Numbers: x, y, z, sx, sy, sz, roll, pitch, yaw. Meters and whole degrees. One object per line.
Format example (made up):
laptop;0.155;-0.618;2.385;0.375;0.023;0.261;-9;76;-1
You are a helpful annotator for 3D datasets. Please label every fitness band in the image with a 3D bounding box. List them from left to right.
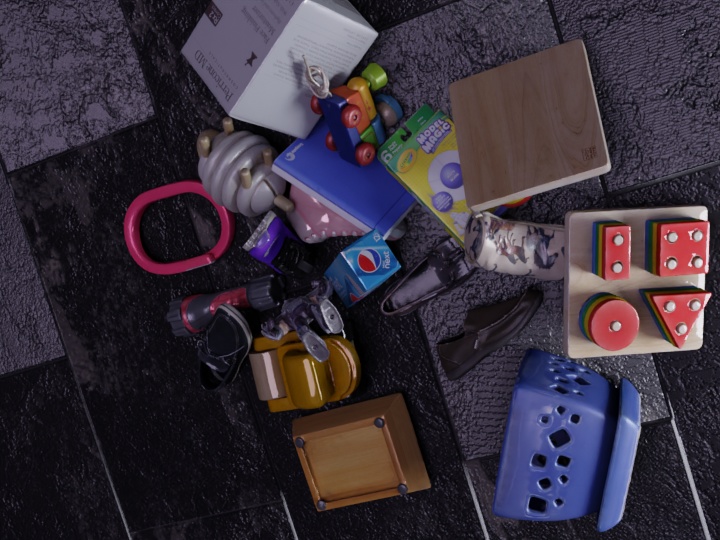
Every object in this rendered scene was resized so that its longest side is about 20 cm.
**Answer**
fitness band;-0.298;-0.071;1.763;0.198;0.037;0.146;-12;94;21

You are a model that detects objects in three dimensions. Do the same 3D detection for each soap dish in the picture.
soap dish;-0.005;0.295;1.700;0.198;0.081;0.159;-16;95;22

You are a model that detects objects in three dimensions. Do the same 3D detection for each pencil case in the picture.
pencil case;0.241;-0.036;1.500;0.197;0.078;0.091;8;109;-11

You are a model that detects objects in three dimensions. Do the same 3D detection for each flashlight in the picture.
flashlight;-0.219;0.057;1.736;0.198;0.068;0.069;-14;75;26

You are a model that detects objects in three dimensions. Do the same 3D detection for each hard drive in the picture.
hard drive;-0.015;-0.138;1.593;0.199;0.132;0.025;34;142;11

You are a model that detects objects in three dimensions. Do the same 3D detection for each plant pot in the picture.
plant pot;0.297;0.243;1.517;0.177;0.200;0.203;12;104;12

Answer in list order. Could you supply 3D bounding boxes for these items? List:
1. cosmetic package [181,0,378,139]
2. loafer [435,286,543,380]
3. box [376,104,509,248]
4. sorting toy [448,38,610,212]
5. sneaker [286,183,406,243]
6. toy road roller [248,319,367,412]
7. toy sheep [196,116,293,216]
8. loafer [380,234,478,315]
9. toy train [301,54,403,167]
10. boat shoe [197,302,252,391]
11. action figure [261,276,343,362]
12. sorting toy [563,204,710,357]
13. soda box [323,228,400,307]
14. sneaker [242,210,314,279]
cosmetic package;-0.118;-0.329;1.545;0.201;0.164;0.165;-52;55;21
loafer;0.185;0.085;1.588;0.200;0.073;0.072;-42;87;23
box;0.126;-0.141;1.559;0.117;0.048;0.200;-45;82;-2
sorting toy;0.236;-0.189;1.478;0.197;0.070;0.202;-16;64;21
sneaker;-0.028;-0.074;1.639;0.199;0.075;0.106;30;112;16
toy road roller;-0.094;0.158;1.670;0.198;0.146;0.125;-11;97;22
toy sheep;-0.179;-0.151;1.648;0.200;0.137;0.139;42;113;23
loafer;0.110;0.009;1.608;0.199;0.063;0.072;-38;87;23
toy train;-0.008;-0.257;1.529;0.084;0.116;0.201;28;153;40
boat shoe;-0.222;0.128;1.712;0.074;0.062;0.201;36;141;13
action figure;-0.084;0.068;1.618;0.130;0.200;0.069;-48;112;-6
sorting toy;0.382;0.020;1.450;0.197;0.070;0.202;-3;101;-9
soda box;0.000;0.000;1.575;0.064;0.200;0.068;-34;87;-12
sneaker;-0.113;-0.030;1.621;0.099;0.200;0.070;37;90;3
